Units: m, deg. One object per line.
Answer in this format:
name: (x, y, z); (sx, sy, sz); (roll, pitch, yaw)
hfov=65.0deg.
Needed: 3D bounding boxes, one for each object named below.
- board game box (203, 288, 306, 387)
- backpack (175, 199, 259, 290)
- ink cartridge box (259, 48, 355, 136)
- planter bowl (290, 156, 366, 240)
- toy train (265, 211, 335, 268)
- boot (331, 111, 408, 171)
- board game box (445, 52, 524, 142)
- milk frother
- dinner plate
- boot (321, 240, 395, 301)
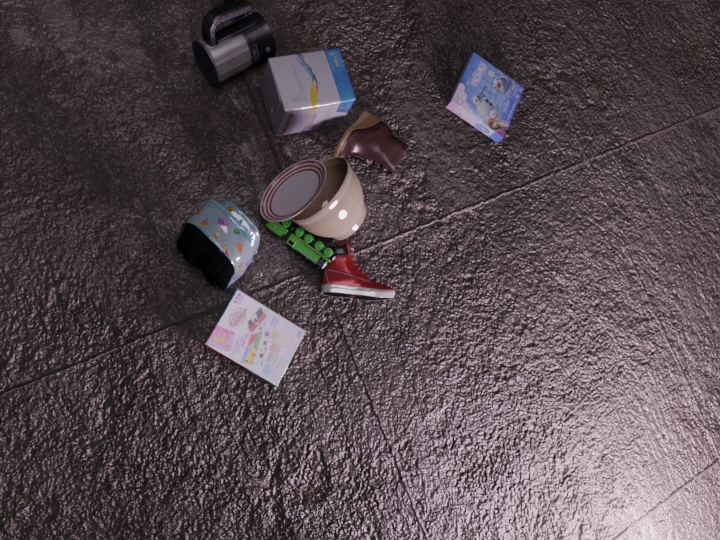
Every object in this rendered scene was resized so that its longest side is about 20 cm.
board game box: (-0.250, 0.162, 1.354); (0.198, 0.040, 0.155); (33, 70, -10)
backpack: (-0.320, -0.067, 1.295); (0.176, 0.200, 0.153); (46, 68, -3)
ink cartridge box: (-0.141, -0.462, 1.473); (0.196, 0.146, 0.149); (-17, 84, -22)
planter bowl: (-0.069, -0.164, 1.424); (0.135, 0.198, 0.203); (43, 66, -35)
toy train: (-0.152, -0.075, 1.420); (0.198, 0.042, 0.057); (36, 87, 5)
boot: (0.028, -0.326, 1.540); (0.165, 0.072, 0.201); (38, 65, -5)
board game box: (0.382, -0.528, 1.724); (0.196, 0.043, 0.203); (29, 71, -9)
milk frother: (-0.352, -0.610, 1.456); (0.187, 0.183, 0.199); (-35, 47, -22)
dinner plate: (-0.165, -0.195, 1.402); (0.024, 0.197, 0.203); (48, 63, -43)
boot: (0.000, 0.000, 1.462); (0.195, 0.072, 0.148); (9, 74, -13)
